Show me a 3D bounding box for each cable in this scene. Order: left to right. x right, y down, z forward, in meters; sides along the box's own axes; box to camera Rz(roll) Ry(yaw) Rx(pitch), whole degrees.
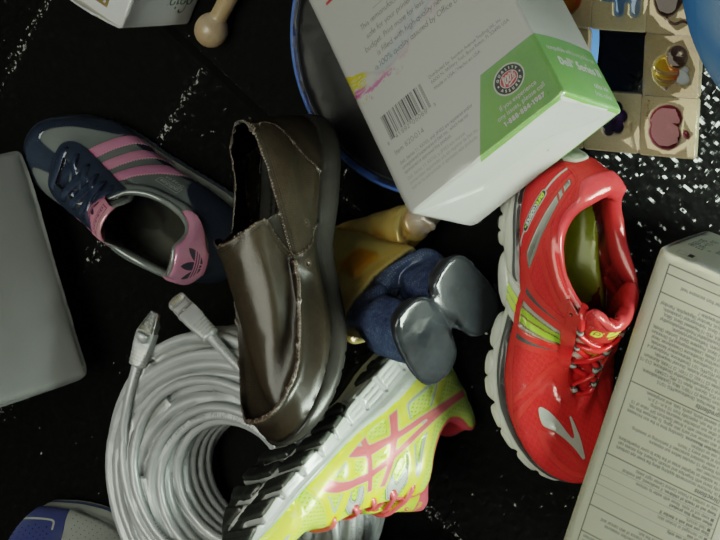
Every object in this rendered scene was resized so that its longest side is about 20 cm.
[{"bbox_3d":[-0.078,0.135,1.257,0.199,0.069,0.201,34,114,20],"label":"cable"}]

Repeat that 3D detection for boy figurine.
[{"bbox_3d":[0.000,0.000,1.169,0.200,0.124,0.065,28,159,52],"label":"boy figurine"}]

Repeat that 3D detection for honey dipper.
[{"bbox_3d":[-0.054,-0.223,1.206,0.038,0.038,0.201,43,120,18],"label":"honey dipper"}]

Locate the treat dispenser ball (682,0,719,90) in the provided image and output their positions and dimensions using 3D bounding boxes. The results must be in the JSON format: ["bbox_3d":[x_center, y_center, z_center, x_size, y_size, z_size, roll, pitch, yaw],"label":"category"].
[{"bbox_3d":[0.255,-0.149,0.936,0.199,0.200,0.203,5,101,29],"label":"treat dispenser ball"}]

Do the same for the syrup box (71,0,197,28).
[{"bbox_3d":[-0.122,-0.257,1.212,0.081,0.079,0.201,33,113,21],"label":"syrup box"}]

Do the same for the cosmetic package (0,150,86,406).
[{"bbox_3d":[-0.324,0.032,1.293,0.164,0.199,0.167,-17,90,43],"label":"cosmetic package"}]

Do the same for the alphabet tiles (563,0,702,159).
[{"bbox_3d":[0.116,-0.170,1.083,0.166,0.008,0.202,8,101,29],"label":"alphabet tiles"}]

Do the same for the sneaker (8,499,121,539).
[{"bbox_3d":[-0.174,0.230,1.301,0.198,0.115,0.081,28,110,24],"label":"sneaker"}]

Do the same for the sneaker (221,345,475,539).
[{"bbox_3d":[0.001,0.119,1.148,0.091,0.200,0.078,52,152,-11],"label":"sneaker"}]

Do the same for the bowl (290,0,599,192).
[{"bbox_3d":[0.044,-0.140,1.157,0.199,0.039,0.203,6,101,30],"label":"bowl"}]

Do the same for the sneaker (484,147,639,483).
[{"bbox_3d":[0.119,0.032,1.086,0.085,0.076,0.202,24,123,58],"label":"sneaker"}]

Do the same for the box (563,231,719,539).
[{"bbox_3d":[0.190,0.090,1.086,0.094,0.078,0.202,25,110,24],"label":"box"}]

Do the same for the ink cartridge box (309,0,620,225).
[{"bbox_3d":[0.045,-0.142,1.072,0.117,0.067,0.201,-37,65,29],"label":"ink cartridge box"}]

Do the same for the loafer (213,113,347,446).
[{"bbox_3d":[-0.056,0.002,1.117,0.073,0.071,0.202,-24,60,47],"label":"loafer"}]

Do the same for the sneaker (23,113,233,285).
[{"bbox_3d":[-0.161,-0.050,1.266,0.199,0.082,0.071,24,112,28],"label":"sneaker"}]
